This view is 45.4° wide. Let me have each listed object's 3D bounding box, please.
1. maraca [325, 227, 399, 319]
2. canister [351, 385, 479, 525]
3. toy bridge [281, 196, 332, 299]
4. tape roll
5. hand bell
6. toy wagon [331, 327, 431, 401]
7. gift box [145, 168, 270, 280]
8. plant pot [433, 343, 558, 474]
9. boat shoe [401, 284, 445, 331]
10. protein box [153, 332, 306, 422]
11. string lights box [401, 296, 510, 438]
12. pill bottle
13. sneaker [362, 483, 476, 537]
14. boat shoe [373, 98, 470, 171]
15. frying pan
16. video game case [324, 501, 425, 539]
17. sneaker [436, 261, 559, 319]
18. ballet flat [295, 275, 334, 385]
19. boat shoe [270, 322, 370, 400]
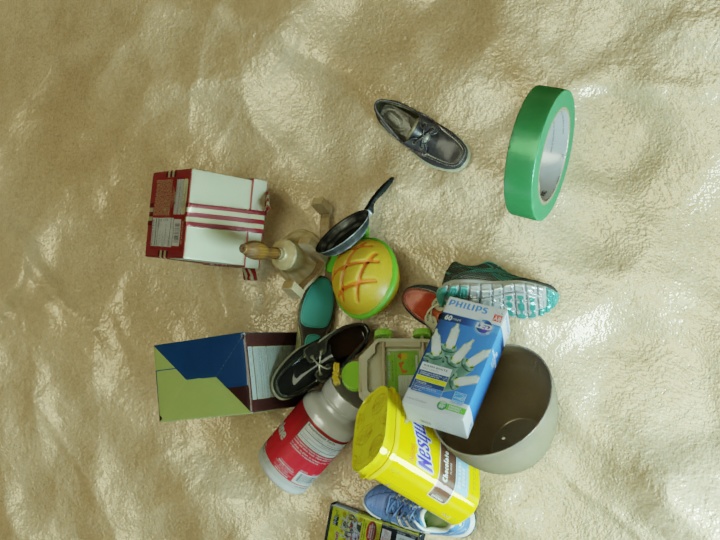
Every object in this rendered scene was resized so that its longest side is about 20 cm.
[{"bbox_3d":[0.000,0.000,1.505,0.137,0.106,0.201,-46,43,13],"label":"maraca"},{"bbox_3d":[0.090,0.291,1.347,0.199,0.150,0.086,34,124,-20],"label":"canister"},{"bbox_3d":[-0.084,-0.036,1.545,0.027,0.067,0.203,-4,55,35],"label":"toy bridge"},{"bbox_3d":[0.278,-0.180,1.327,0.047,0.200,0.204,15,92,24],"label":"tape roll"},{"bbox_3d":[-0.155,-0.032,1.525,0.102,0.199,0.106,-2,84,26],"label":"hand bell"},{"bbox_3d":[0.050,0.176,1.451,0.196,0.040,0.158,-1,65,2],"label":"toy wagon"},{"bbox_3d":[-0.268,-0.084,1.583,0.198,0.185,0.188,11,93,50],"label":"gift box"},{"bbox_3d":[0.226,0.236,1.342,0.198,0.135,0.202,-21,40,19],"label":"plant pot"},{"bbox_3d":[0.148,0.079,1.446,0.198,0.062,0.072,29,100,26],"label":"boat shoe"},{"bbox_3d":[-0.228,0.188,1.542,0.195,0.199,0.138,-9,82,24],"label":"protein box"},{"bbox_3d":[0.150,0.145,1.321,0.101,0.059,0.202,12,57,25],"label":"string lights box"},{"bbox_3d":[-0.081,0.285,1.513,0.112,0.112,0.201,46,104,21],"label":"pill bottle"},{"bbox_3d":[0.092,0.394,1.434,0.197,0.077,0.077,4,77,24],"label":"sneaker"},{"bbox_3d":[0.100,-0.237,1.492,0.199,0.065,0.073,38,100,22],"label":"boat shoe"},{"bbox_3d":[-0.012,-0.086,1.519,0.114,0.191,0.031,-19,116,43],"label":"frying pan"},{"bbox_3d":[0.012,0.528,1.497,0.178,0.025,0.204,11,92,26],"label":"video game case"},{"bbox_3d":[0.225,0.021,1.408,0.196,0.092,0.078,6,133,7],"label":"sneaker"},{"bbox_3d":[-0.089,0.112,1.557,0.069,0.071,0.204,-3,73,25],"label":"ballet flat"},{"bbox_3d":[-0.069,0.152,1.483,0.198,0.068,0.072,-32,89,-20],"label":"boat shoe"}]
